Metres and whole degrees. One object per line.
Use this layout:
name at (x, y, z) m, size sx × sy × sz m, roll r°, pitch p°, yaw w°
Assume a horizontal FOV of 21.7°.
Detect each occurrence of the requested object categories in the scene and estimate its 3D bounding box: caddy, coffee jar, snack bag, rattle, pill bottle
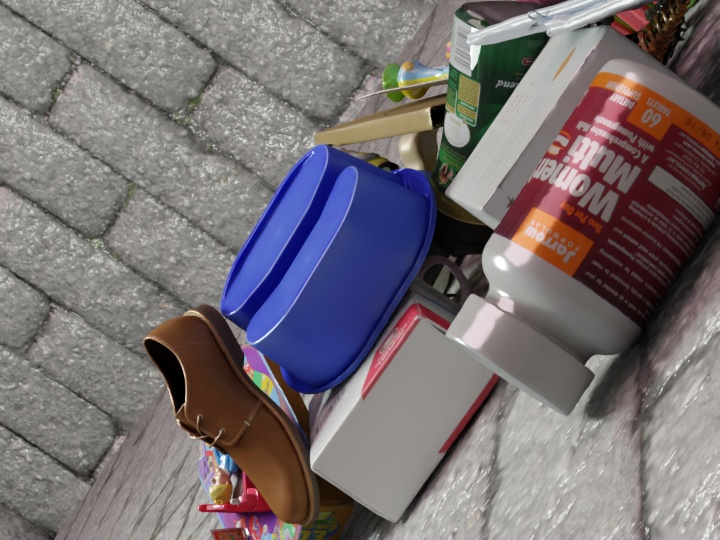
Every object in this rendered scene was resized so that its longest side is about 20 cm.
caddy at (-0.018, 0.000, 1.482) m, size 0.200 × 0.105 × 0.141 m, roll -58°, pitch 30°, yaw 6°
coffee jar at (0.113, -0.109, 1.495) m, size 0.085 × 0.104 × 0.201 m, roll 40°, pitch 129°, yaw 51°
snack bag at (0.193, -0.188, 1.299) m, size 0.188 × 0.022 × 0.200 m, roll -19°, pitch 5°, yaw -36°
rattle at (0.137, -0.131, 1.794) m, size 0.200 × 0.131 × 0.143 m, roll -30°, pitch -3°, yaw -44°
pill bottle at (0.143, -0.019, 1.146) m, size 0.200 × 0.109 × 0.110 m, roll -56°, pitch 8°, yaw -3°

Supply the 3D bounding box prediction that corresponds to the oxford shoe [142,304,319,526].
oxford shoe at (-0.103, 0.122, 1.457) m, size 0.071 × 0.200 × 0.071 m, roll -21°, pitch -26°, yaw -38°

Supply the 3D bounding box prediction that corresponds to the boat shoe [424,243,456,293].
boat shoe at (0.067, -0.026, 1.832) m, size 0.076 × 0.060 × 0.200 m, roll -47°, pitch 12°, yaw 49°

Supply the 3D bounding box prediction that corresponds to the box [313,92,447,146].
box at (0.074, -0.141, 1.634) m, size 0.163 × 0.021 × 0.200 m, roll -18°, pitch 8°, yaw -29°

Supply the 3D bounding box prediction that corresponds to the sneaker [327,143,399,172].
sneaker at (0.021, -0.045, 1.690) m, size 0.200 × 0.076 × 0.076 m, roll 46°, pitch -124°, yaw -62°

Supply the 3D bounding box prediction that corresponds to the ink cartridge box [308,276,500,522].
ink cartridge box at (0.030, 0.093, 1.483) m, size 0.148 × 0.085 × 0.200 m, roll -56°, pitch 6°, yaw 8°

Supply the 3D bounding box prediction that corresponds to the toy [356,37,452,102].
toy at (0.102, -0.188, 1.640) m, size 0.199 × 0.047 × 0.115 m, roll -11°, pitch 3°, yaw 40°

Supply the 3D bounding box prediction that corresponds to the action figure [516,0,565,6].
action figure at (0.173, -0.249, 1.761) m, size 0.200 × 0.149 × 0.134 m, roll -45°, pitch 8°, yaw -30°

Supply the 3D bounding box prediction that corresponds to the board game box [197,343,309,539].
board game box at (-0.105, 0.158, 1.545) m, size 0.200 × 0.039 × 0.158 m, roll 58°, pitch 136°, yaw 44°

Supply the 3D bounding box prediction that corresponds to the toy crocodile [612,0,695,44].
toy crocodile at (0.235, -0.229, 1.592) m, size 0.062 × 0.067 × 0.200 m, roll -62°, pitch 9°, yaw -30°

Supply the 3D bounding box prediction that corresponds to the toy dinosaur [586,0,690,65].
toy dinosaur at (0.214, -0.166, 1.493) m, size 0.200 × 0.102 × 0.136 m, roll -17°, pitch 52°, yaw 50°

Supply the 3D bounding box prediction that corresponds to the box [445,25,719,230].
box at (0.155, -0.081, 1.338) m, size 0.153 × 0.106 × 0.200 m, roll -55°, pitch 7°, yaw 3°

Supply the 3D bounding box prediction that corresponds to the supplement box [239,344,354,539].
supplement box at (-0.076, 0.150, 1.602) m, size 0.069 × 0.066 × 0.200 m, roll -64°, pitch 36°, yaw 28°

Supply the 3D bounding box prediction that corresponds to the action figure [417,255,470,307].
action figure at (0.012, 0.087, 1.673) m, size 0.149 × 0.134 × 0.200 m, roll 8°, pitch 60°, yaw 51°

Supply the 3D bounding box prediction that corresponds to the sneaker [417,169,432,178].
sneaker at (0.000, 0.000, 1.586) m, size 0.200 × 0.070 × 0.078 m, roll -46°, pitch 12°, yaw 10°
